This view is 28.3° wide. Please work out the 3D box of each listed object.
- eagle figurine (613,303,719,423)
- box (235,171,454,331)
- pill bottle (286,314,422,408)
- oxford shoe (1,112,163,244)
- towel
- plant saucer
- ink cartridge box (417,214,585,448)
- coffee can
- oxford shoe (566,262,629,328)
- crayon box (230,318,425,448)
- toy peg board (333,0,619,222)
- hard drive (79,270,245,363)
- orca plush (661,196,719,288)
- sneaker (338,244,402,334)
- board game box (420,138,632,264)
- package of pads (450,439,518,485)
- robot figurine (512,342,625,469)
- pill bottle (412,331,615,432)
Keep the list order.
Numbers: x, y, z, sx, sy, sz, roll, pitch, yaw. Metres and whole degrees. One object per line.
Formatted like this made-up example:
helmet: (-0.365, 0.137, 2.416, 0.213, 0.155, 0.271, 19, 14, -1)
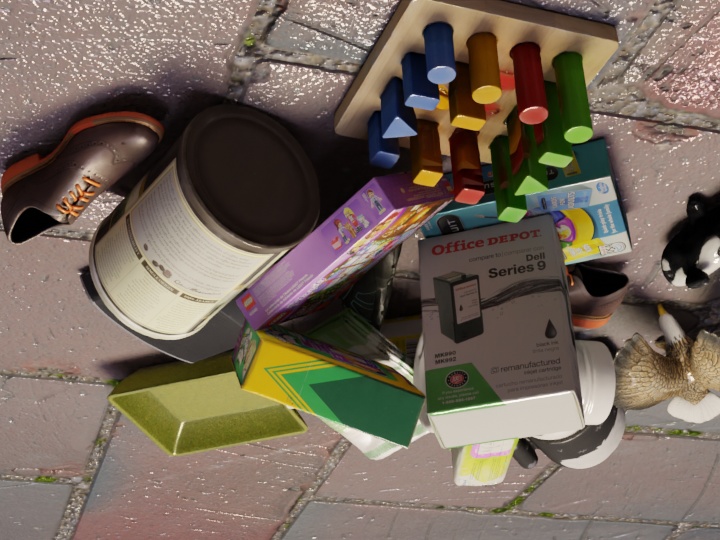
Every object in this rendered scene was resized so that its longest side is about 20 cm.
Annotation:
eagle figurine: (0.376, 0.110, 1.665, 0.150, 0.200, 0.153, 34, 109, 8)
box: (-0.013, -0.021, 1.376, 0.200, 0.039, 0.136, -40, 168, 28)
pill bottle: (0.008, 0.113, 1.671, 0.197, 0.106, 0.105, -8, 150, 8)
oxford shoe: (-0.257, -0.082, 1.327, 0.199, 0.073, 0.071, -26, 142, 33)
towel: (0.000, 0.134, 1.594, 0.148, 0.031, 0.199, -32, 124, 30)
plant saucer: (-0.187, 0.160, 1.787, 0.197, 0.048, 0.200, -12, 148, 13)
ink cartridge box: (0.135, 0.059, 1.405, 0.144, 0.202, 0.084, -11, 146, 12)
coffee can: (-0.150, -0.042, 1.349, 0.145, 0.148, 0.200, 16, 144, -31)
oxford shoe: (0.204, 0.016, 1.572, 0.197, 0.072, 0.073, 2, 145, -27)
crayon box: (-0.038, 0.108, 1.434, 0.170, 0.059, 0.200, 20, -179, -9)
toy peg board: (0.102, -0.135, 1.266, 0.196, 0.099, 0.200, 8, 147, -20)
hard drive: (-0.203, 0.042, 1.589, 0.133, 0.043, 0.200, -19, 146, 25)
orca plush: (0.361, -0.042, 1.476, 0.071, 0.105, 0.200, 44, 166, -4)
sneaker: (0.000, 0.000, 1.531, 0.078, 0.076, 0.201, 13, 144, 3)
board game box: (0.167, -0.054, 1.461, 0.197, 0.048, 0.151, -12, 148, 14)
package of pads: (0.146, 0.156, 1.707, 0.067, 0.156, 0.201, -1, 150, -4)
robot figurine: (0.256, 0.170, 1.780, 0.123, 0.152, 0.200, 0, 155, 29)
pill bottle: (0.165, 0.116, 1.531, 0.197, 0.121, 0.120, 3, 149, -16)
